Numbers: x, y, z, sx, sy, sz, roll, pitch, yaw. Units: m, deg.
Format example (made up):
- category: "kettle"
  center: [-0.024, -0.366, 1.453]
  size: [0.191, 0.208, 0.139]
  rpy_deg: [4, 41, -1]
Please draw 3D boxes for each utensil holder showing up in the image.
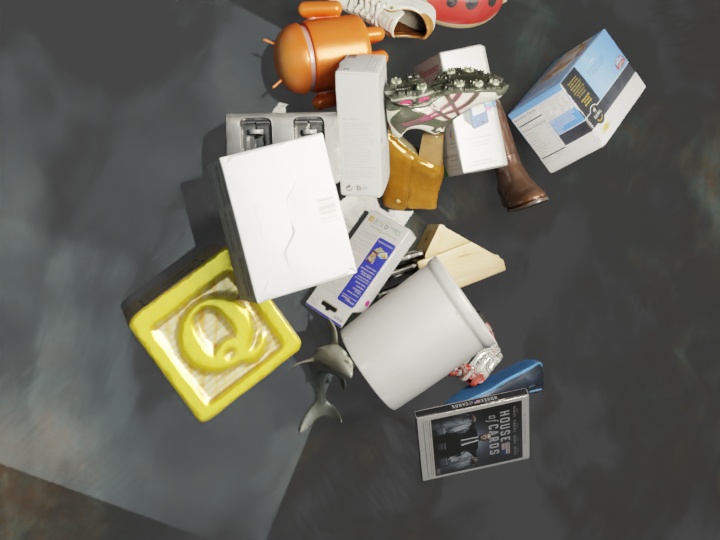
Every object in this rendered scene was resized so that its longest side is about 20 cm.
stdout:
- category: "utensil holder"
  center: [0.091, 0.104, 1.528]
  size: [0.199, 0.170, 0.171]
  rpy_deg: [-37, 101, 5]

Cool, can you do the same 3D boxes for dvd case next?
- category: "dvd case"
  center: [0.195, 0.284, 1.637]
  size: [0.197, 0.025, 0.152]
  rpy_deg: [-11, 124, -4]

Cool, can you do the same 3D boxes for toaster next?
- category: "toaster"
  center: [-0.125, -0.185, 1.502]
  size: [0.178, 0.200, 0.121]
  rpy_deg: [-1, 94, -8]

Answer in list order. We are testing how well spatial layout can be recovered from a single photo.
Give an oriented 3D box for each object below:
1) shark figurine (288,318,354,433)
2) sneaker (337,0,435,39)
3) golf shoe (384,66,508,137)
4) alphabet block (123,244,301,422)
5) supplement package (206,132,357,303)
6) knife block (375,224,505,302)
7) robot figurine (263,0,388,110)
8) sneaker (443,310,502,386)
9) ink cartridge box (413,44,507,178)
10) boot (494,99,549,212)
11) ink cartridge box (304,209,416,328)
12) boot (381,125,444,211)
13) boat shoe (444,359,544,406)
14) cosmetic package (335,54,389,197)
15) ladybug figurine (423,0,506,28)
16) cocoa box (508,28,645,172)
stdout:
- category: "shark figurine"
  center: [-0.076, 0.170, 1.554]
  size: [0.088, 0.215, 0.129]
  rpy_deg: [-11, 61, -21]
- category: "sneaker"
  center: [0.031, -0.437, 1.570]
  size: [0.197, 0.085, 0.073]
  rpy_deg: [16, 128, -5]
- category: "golf shoe"
  center: [0.134, -0.267, 1.495]
  size: [0.197, 0.078, 0.089]
  rpy_deg: [-8, 126, -7]
- category: "alphabet block"
  center: [-0.233, 0.088, 1.467]
  size: [0.196, 0.200, 0.196]
  rpy_deg: [-39, 101, -11]
- category: "supplement package"
  center: [-0.112, -0.074, 1.342]
  size: [0.154, 0.111, 0.203]
  rpy_deg: [-16, 96, -19]
- category: "knife block"
  center: [0.129, 0.018, 1.641]
  size: [0.198, 0.064, 0.177]
  rpy_deg: [27, 85, -16]
- category: "robot figurine"
  center: [-0.057, -0.354, 1.549]
  size: [0.197, 0.117, 0.145]
  rpy_deg: [-13, 139, -15]
- category: "sneaker"
  center: [0.156, 0.167, 1.652]
  size: [0.200, 0.067, 0.109]
  rpy_deg: [-33, 98, -15]
- category: "ink cartridge box"
  center: [0.165, -0.264, 1.600]
  size: [0.086, 0.145, 0.203]
  rpy_deg: [-12, 95, -15]
- category: "boot"
  center: [0.249, -0.205, 1.609]
  size: [0.063, 0.186, 0.203]
  rpy_deg: [-17, 99, -9]
- category: "ink cartridge box"
  center: [0.000, 0.000, 1.588]
  size: [0.201, 0.094, 0.037]
  rpy_deg: [-53, 142, -9]
- category: "boot"
  center: [0.043, -0.180, 1.606]
  size: [0.198, 0.071, 0.146]
  rpy_deg: [15, 117, 12]
- category: "boat shoe"
  center: [0.246, 0.224, 1.673]
  size: [0.198, 0.084, 0.070]
  rpy_deg: [-21, 101, -12]
- category: "cosmetic package"
  center: [0.005, -0.229, 1.498]
  size: [0.073, 0.102, 0.203]
  rpy_deg: [3, 119, 8]
- category: "ladybug figurine"
  center: [0.166, -0.491, 1.631]
  size: [0.197, 0.072, 0.138]
  rpy_deg: [4, 90, -16]
- category: "cocoa box"
  center: [0.373, -0.292, 1.631]
  size: [0.132, 0.133, 0.200]
  rpy_deg: [49, 53, -11]
